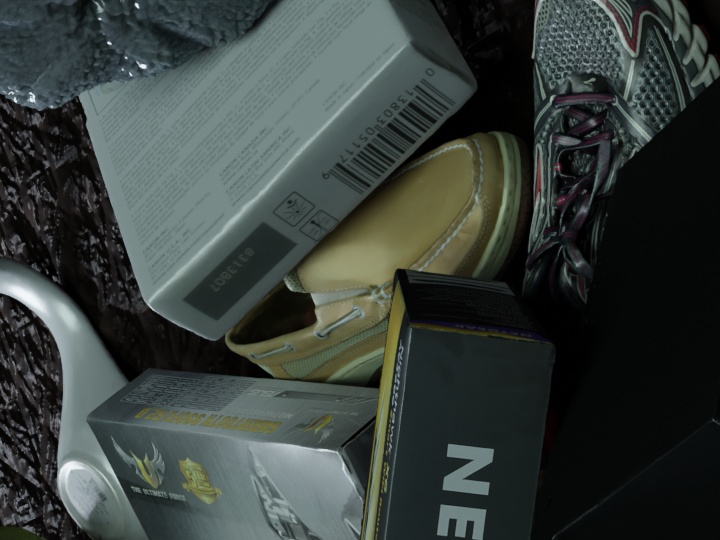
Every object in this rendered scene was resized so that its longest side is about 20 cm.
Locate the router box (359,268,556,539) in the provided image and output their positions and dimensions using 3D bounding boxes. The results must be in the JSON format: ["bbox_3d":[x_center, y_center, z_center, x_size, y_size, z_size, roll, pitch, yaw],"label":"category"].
[{"bbox_3d":[0.027,0.109,0.761,0.157,0.052,0.202,-101,18,-84],"label":"router box"}]

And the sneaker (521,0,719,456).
[{"bbox_3d":[0.097,-0.022,0.805,0.080,0.074,0.202,2,103,48],"label":"sneaker"}]

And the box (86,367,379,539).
[{"bbox_3d":[-0.027,0.128,0.971,0.199,0.048,0.159,2,123,50],"label":"box"}]

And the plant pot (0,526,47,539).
[{"bbox_3d":[-0.167,0.239,1.072,0.184,0.199,0.202,45,132,36],"label":"plant pot"}]

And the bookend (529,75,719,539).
[{"bbox_3d":[0.156,0.005,0.648,0.092,0.200,0.200,31,136,-13],"label":"bookend"}]

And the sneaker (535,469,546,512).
[{"bbox_3d":[0.128,0.117,0.818,0.199,0.078,0.078,6,114,47],"label":"sneaker"}]

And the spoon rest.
[{"bbox_3d":[-0.155,0.074,1.142,0.201,0.060,0.099,54,138,2],"label":"spoon rest"}]

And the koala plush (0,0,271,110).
[{"bbox_3d":[-0.124,-0.194,0.893,0.184,0.176,0.201,-47,45,29],"label":"koala plush"}]

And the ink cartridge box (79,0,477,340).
[{"bbox_3d":[-0.049,-0.092,0.915,0.162,0.057,0.201,-44,38,18],"label":"ink cartridge box"}]

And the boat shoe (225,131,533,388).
[{"bbox_3d":[0.000,0.000,0.896,0.200,0.076,0.072,-48,33,48],"label":"boat shoe"}]

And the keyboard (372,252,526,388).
[{"bbox_3d":[0.023,0.070,0.944,0.105,0.039,0.200,58,138,18],"label":"keyboard"}]
